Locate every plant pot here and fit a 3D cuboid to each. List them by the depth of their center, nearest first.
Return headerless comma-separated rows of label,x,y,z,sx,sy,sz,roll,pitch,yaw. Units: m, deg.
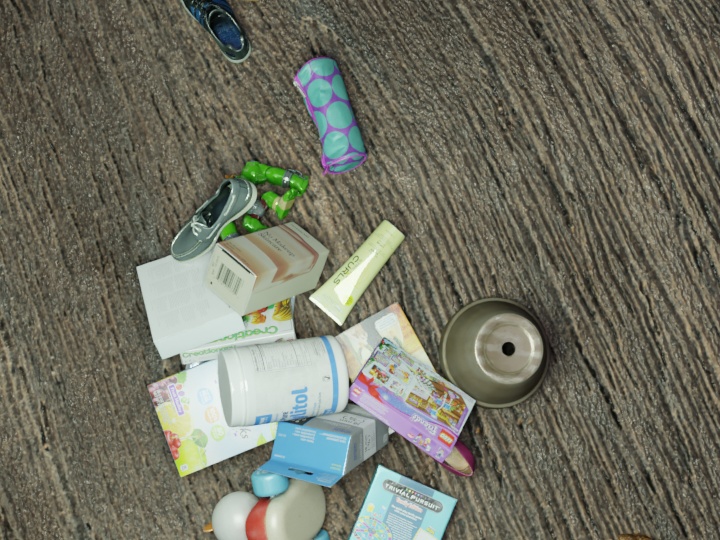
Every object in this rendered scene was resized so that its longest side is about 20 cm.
plant pot,0.243,0.141,1.666,0.198,0.174,0.202,0,83,-2

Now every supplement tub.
supplement tub,-0.128,0.183,1.597,0.198,0.132,0.133,-7,82,-18

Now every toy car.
toy car,-0.176,0.418,1.650,0.198,0.177,0.186,-9,97,25

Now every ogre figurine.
ogre figurine,-0.195,-0.117,1.723,0.119,0.098,0.201,33,90,15

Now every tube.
tube,0.000,0.000,1.743,0.200,0.052,0.058,-49,45,-2

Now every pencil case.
pencil case,-0.057,-0.280,1.759,0.092,0.085,0.202,-17,82,-20

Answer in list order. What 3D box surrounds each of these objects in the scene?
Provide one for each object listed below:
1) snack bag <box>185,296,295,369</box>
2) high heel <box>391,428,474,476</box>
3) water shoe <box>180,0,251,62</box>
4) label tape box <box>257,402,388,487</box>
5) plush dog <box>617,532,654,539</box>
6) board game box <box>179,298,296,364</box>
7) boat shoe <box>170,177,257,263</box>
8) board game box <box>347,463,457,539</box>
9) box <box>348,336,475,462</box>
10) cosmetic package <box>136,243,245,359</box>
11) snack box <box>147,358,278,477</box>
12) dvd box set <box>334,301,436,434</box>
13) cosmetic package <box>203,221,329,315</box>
snack bag,-0.217,0.114,1.735,0.186,0.021,0.202,6,83,-1
high heel,0.115,0.281,1.654,0.199,0.096,0.068,32,92,-12
water shoe,-0.269,-0.479,1.783,0.071,0.079,0.200,-39,85,-6
label tape box,-0.059,0.280,1.603,0.143,0.200,0.064,6,104,28
plush dog,0.501,0.540,1.645,0.200,0.161,0.172,42,57,2
board game box,-0.216,0.091,1.674,0.198,0.035,0.127,-10,43,-4
boat shoe,-0.267,-0.090,1.660,0.200,0.062,0.073,-39,64,18
board game box,0.061,0.462,1.681,0.150,0.047,0.202,23,82,2
box,0.088,0.218,1.647,0.199,0.039,0.137,35,40,3
cosmetic package,-0.295,0.047,1.667,0.150,0.052,0.201,-21,44,-5
snack box,-0.246,0.241,1.676,0.198,0.068,0.170,-22,87,-6
dvd box set,0.052,0.178,1.727,0.145,0.029,0.201,-28,83,-5
cosmetic package,-0.158,-0.007,1.649,0.103,0.199,0.088,36,121,21
